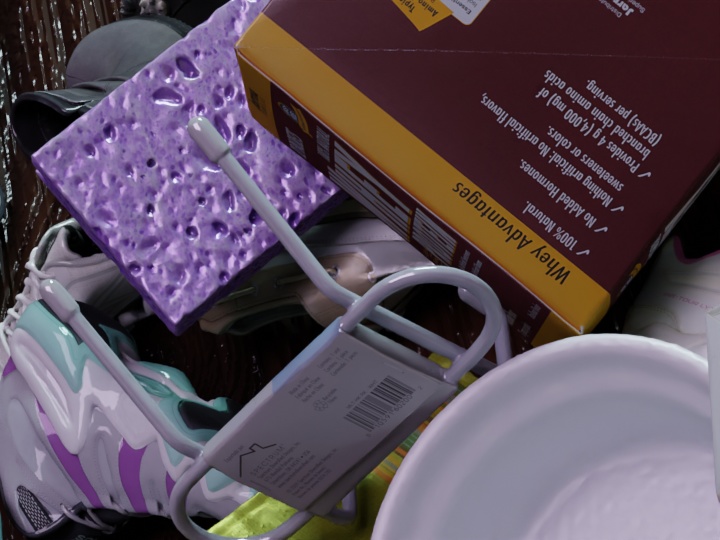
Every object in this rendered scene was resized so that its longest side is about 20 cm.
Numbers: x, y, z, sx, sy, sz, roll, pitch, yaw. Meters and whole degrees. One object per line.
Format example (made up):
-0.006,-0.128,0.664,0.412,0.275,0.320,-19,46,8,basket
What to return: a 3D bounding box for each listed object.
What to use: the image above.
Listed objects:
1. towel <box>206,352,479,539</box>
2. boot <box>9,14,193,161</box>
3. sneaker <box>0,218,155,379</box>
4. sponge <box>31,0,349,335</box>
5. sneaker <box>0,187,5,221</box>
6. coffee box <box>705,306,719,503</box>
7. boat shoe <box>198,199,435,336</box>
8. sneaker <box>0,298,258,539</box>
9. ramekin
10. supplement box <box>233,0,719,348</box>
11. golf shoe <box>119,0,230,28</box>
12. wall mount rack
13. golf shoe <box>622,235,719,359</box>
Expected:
-0.009,0.111,1.109,0.200,0.018,0.086,-35,39,-25,towel
-0.136,-0.092,1.280,0.199,0.131,0.070,15,111,49,boot
-0.162,0.019,1.307,0.200,0.081,0.075,-44,47,9,sneaker
-0.049,-0.072,1.166,0.200,0.030,0.112,-39,81,-9,sponge
-0.277,0.015,1.401,0.146,0.077,0.203,-48,26,25,sneaker
0.223,0.074,0.886,0.114,0.200,0.080,-18,55,29,coffee box
0.000,0.000,1.205,0.199,0.075,0.069,-1,84,34,boat shoe
-0.121,0.119,1.227,0.200,0.078,0.141,35,107,33,sneaker
0.109,0.136,0.994,0.199,0.098,0.202,-13,64,28,ramekin
0.080,-0.100,1.080,0.197,0.133,0.200,39,84,5,supplement box
-0.046,-0.187,1.362,0.199,0.077,0.088,-27,31,19,golf shoe
-0.037,0.031,1.038,0.200,0.173,0.075,-45,31,30,wall mount rack
0.198,0.018,1.032,0.199,0.075,0.092,-3,59,36,golf shoe
